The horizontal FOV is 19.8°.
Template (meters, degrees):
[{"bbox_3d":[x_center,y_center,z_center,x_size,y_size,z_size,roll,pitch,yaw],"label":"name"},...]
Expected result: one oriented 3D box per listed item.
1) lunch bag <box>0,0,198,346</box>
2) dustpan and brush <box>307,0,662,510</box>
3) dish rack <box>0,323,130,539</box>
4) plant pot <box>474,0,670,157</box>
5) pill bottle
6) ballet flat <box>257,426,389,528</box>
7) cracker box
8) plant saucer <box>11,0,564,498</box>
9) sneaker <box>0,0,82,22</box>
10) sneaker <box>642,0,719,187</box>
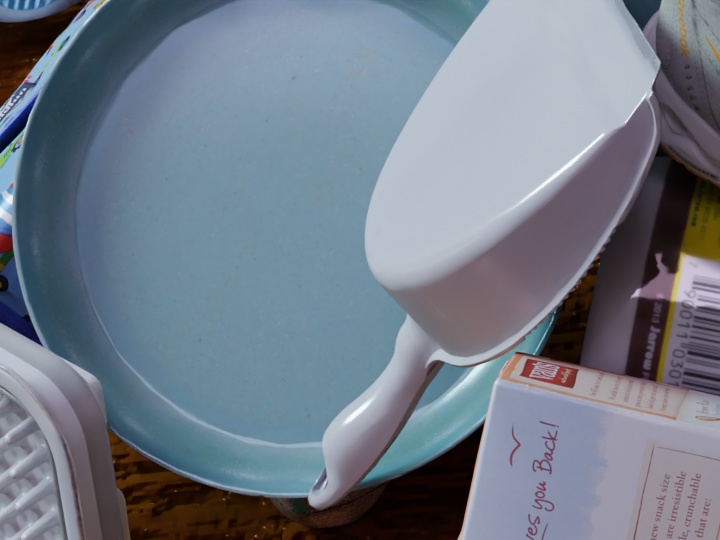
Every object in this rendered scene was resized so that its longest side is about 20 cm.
[{"bbox_3d":[-0.116,-0.046,0.855,0.151,0.094,0.200,-53,26,-7],"label":"lunch bag"},{"bbox_3d":[0.031,-0.003,0.660,0.200,0.057,0.140,-47,24,18],"label":"dustpan and brush"},{"bbox_3d":[-0.153,0.070,0.761,0.200,0.172,0.044,25,42,35],"label":"dish rack"},{"bbox_3d":[0.166,-0.107,0.730,0.201,0.201,0.161,-42,65,-10],"label":"plant pot"},{"bbox_3d":[0.174,0.032,0.658,0.200,0.109,0.109,12,60,11],"label":"pill bottle"},{"bbox_3d":[0.000,0.000,0.796,0.068,0.067,0.200,-4,55,20],"label":"ballet flat"},{"bbox_3d":[0.123,0.112,0.595,0.200,0.058,0.134,13,99,8],"label":"cracker box"},{"bbox_3d":[-0.023,-0.021,0.727,0.200,0.027,0.201,-1,84,7],"label":"plant saucer"},{"bbox_3d":[-0.105,-0.181,0.960,0.200,0.077,0.081,-30,10,-20],"label":"sneaker"},{"bbox_3d":[0.164,-0.034,0.579,0.200,0.092,0.076,33,69,17],"label":"sneaker"}]
